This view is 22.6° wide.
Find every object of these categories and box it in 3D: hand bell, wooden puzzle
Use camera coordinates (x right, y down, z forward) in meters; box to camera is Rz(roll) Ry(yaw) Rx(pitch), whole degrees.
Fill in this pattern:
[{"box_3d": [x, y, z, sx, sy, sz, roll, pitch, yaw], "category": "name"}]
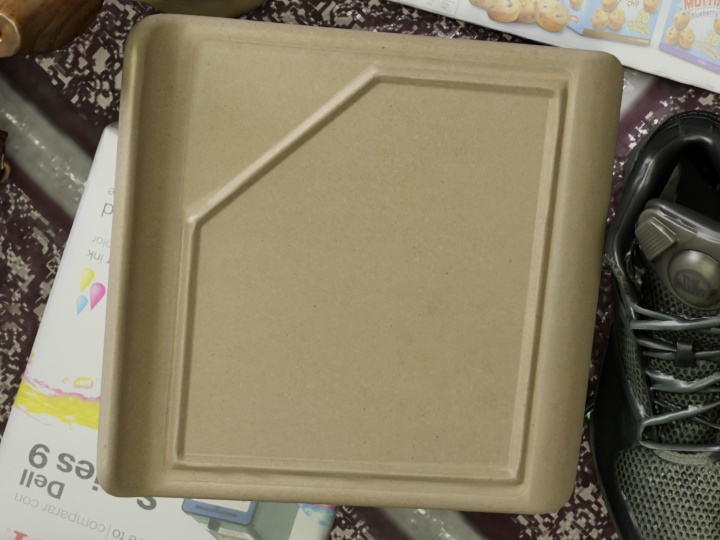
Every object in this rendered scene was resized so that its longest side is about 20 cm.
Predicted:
[{"box_3d": [-0.096, -0.119, 0.682, 0.103, 0.200, 0.105, 6, 115, 14], "category": "hand bell"}, {"box_3d": [0.000, 0.000, 0.702, 0.198, 0.037, 0.187, 3, 102, -14], "category": "wooden puzzle"}]

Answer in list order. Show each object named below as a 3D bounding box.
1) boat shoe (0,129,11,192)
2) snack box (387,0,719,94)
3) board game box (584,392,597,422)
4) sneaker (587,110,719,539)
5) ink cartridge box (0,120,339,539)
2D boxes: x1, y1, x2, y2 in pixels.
[{"box_3d": [-0.183, -0.056, 0.774, 0.070, 0.070, 0.202, -12, 107, -36], "category": "boat shoe"}, {"box_3d": [0.082, -0.133, 0.769, 0.198, 0.024, 0.073, 16, 98, 1], "category": "snack box"}, {"box_3d": [0.203, 0.034, 0.787, 0.200, 0.023, 0.105, -41, 95, 8], "category": "board game box"}, {"box_3d": [0.129, 0.034, 0.726, 0.075, 0.114, 0.202, 5, 92, 12], "category": "sneaker"}, {"box_3d": [-0.068, 0.052, 0.773, 0.144, 0.088, 0.202, 21, 100, -1], "category": "ink cartridge box"}]
